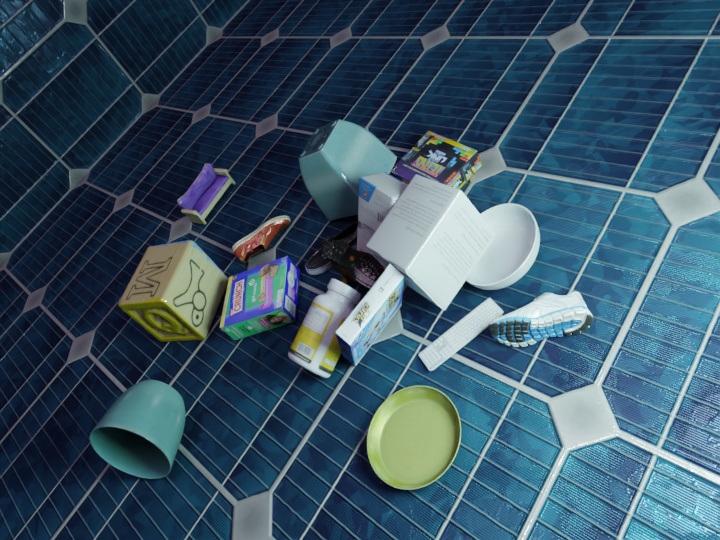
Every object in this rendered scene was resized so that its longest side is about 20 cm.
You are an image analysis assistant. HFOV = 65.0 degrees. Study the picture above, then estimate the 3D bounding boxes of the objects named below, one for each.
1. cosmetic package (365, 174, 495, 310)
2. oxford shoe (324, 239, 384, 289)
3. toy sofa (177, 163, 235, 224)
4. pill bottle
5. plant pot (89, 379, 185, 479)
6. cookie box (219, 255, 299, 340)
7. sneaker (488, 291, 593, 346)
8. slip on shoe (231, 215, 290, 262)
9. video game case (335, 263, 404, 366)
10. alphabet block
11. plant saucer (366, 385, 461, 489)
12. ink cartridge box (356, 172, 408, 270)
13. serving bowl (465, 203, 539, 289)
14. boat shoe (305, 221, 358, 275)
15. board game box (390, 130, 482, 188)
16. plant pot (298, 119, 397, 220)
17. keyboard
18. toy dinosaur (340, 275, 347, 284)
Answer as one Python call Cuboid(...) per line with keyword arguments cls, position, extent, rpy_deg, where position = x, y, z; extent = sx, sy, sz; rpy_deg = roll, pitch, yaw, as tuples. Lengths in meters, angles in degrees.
Cuboid(cls="cosmetic package", position=(0.151, -0.063, 1.223), extent=(0.202, 0.164, 0.164), rpy_deg=(-53, 37, -2))
Cuboid(cls="oxford shoe", position=(0.000, 0.000, 1.375), extent=(0.073, 0.085, 0.198), rpy_deg=(-43, 54, -15))
Cuboid(cls="toy sofa", position=(-0.529, -0.266, 1.941), extent=(0.081, 0.098, 0.203), rpy_deg=(11, 60, 38))
Cuboid(cls="pill bottle", position=(-0.076, 0.129, 1.284), extent=(0.110, 0.111, 0.205), rpy_deg=(20, 80, 41))
Cuboid(cls="plant pot", position=(-0.507, 0.364, 1.343), extent=(0.195, 0.204, 0.163), rpy_deg=(-12, 35, 23))
Cuboid(cls="cookie box", position=(-0.265, 0.075, 1.504), extent=(0.194, 0.076, 0.175), rpy_deg=(-19, 47, 19))
Cuboid(cls="sneaker", position=(0.349, 0.089, 1.114), extent=(0.193, 0.076, 0.088), rpy_deg=(-11, 41, 15))
Cuboid(cls="slip on shoe", position=(-0.286, -0.093, 1.674), extent=(0.197, 0.074, 0.062), rpy_deg=(-35, 78, -7))
Cuboid(cls="video game case", position=(0.024, 0.102, 1.214), extent=(0.045, 0.201, 0.183), rpy_deg=(34, 75, 14))
Cuboid(cls="alphabet block", position=(-0.520, 0.062, 1.596), extent=(0.191, 0.197, 0.205), rpy_deg=(-7, 49, 29))
Cuboid(cls="plant saucer", position=(0.105, 0.324, 1.094), extent=(0.194, 0.031, 0.205), rpy_deg=(-18, 47, 19))
Cuboid(cls="ink cartridge box", position=(0.062, -0.110, 1.354), extent=(0.082, 0.206, 0.144), rpy_deg=(-16, 34, -30))
Cuboid(cls="serving bowl", position=(0.305, -0.043, 1.232), extent=(0.197, 0.065, 0.205), rpy_deg=(-27, 45, 30))
Cuboid(cls="boat shoe", position=(-0.070, -0.063, 1.501), extent=(0.196, 0.067, 0.071), rpy_deg=(-28, 44, 9))
Cuboid(cls="board game box", position=(0.199, -0.275, 1.514), extent=(0.165, 0.057, 0.199), rpy_deg=(-44, 44, -9))
Cuboid(cls="plant pot", position=(-0.054, -0.290, 1.550), extent=(0.193, 0.200, 0.200), rpy_deg=(-7, 48, 49))
Cuboid(cls="keyboard", position=(0.212, 0.134, 1.198), extent=(0.198, 0.011, 0.057), rpy_deg=(-38, 44, -1))
Cuboid(cls="toy dinosaur", position=(-0.046, 0.073, 1.378), extent=(0.103, 0.061, 0.204), rpy_deg=(-23, 46, 12))
